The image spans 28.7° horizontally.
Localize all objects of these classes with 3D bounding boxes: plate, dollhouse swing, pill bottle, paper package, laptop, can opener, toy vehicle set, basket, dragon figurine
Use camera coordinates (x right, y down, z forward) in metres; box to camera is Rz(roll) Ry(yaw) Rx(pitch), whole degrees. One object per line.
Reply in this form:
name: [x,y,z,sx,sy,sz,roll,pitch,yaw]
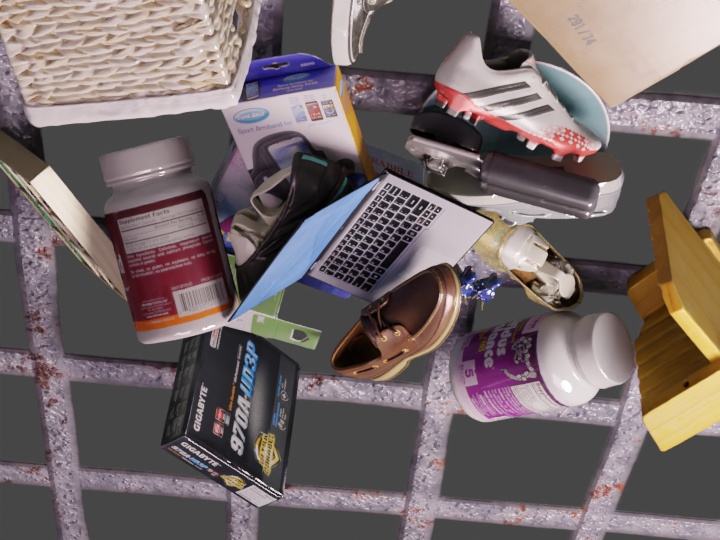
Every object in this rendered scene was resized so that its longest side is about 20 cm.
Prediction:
plate: [0.155,-0.145,1.450,0.200,0.026,0.200,1,137,1]
dollhouse swing: [0.317,0.048,1.517,0.176,0.200,0.182,30,131,-27]
pill bottle: [-0.201,-0.033,1.467,0.114,0.114,0.200,-12,95,16]
pill bottle: [0.209,0.107,1.624,0.200,0.112,0.112,-17,135,40]
paper package: [0.235,-0.275,1.248,0.191,0.104,0.200,-30,129,33]
laptop: [0.000,0.000,1.433,0.200,0.116,0.187,24,137,-15]
can opener: [0.141,-0.110,1.390,0.200,0.067,0.053,16,165,9]
toy vehicle set: [-0.317,-0.057,1.517,0.027,0.124,0.200,-44,132,-13]
basket: [-0.206,-0.251,1.239,0.200,0.198,0.161,-6,132,11]
dragon figurine: [0.069,0.027,1.587,0.200,0.099,0.059,-29,128,31]

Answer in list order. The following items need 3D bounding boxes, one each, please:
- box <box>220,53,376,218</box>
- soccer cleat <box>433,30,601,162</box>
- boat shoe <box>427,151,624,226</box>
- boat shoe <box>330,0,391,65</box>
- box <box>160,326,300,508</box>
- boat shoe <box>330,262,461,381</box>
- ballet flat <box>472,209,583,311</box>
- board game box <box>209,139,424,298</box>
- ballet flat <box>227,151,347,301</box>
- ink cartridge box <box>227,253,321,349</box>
box: [-0.060,-0.128,1.413,0.119,0.042,0.200,-8,137,13]
soccer cleat: [0.162,-0.167,1.363,0.200,0.069,0.085,18,106,-27]
boat shoe: [0.170,-0.077,1.453,0.201,0.070,0.072,-2,134,3]
boat shoe: [0.009,-0.270,1.292,0.064,0.071,0.200,7,136,-2]
box: [-0.149,0.159,1.671,0.046,0.200,0.159,-28,128,33]
boat shoe: [0.036,0.060,1.479,0.068,0.072,0.200,-2,151,-35]
ballet flat: [0.188,-0.012,1.540,0.071,0.071,0.200,-21,143,25]
board game box: [-0.062,-0.071,1.532,0.200,0.041,0.200,19,135,-15]
ballet flat: [-0.089,-0.050,1.431,0.068,0.068,0.200,32,124,-12]
ink cartridge box: [-0.137,0.027,1.589,0.200,0.059,0.104,16,163,-3]
